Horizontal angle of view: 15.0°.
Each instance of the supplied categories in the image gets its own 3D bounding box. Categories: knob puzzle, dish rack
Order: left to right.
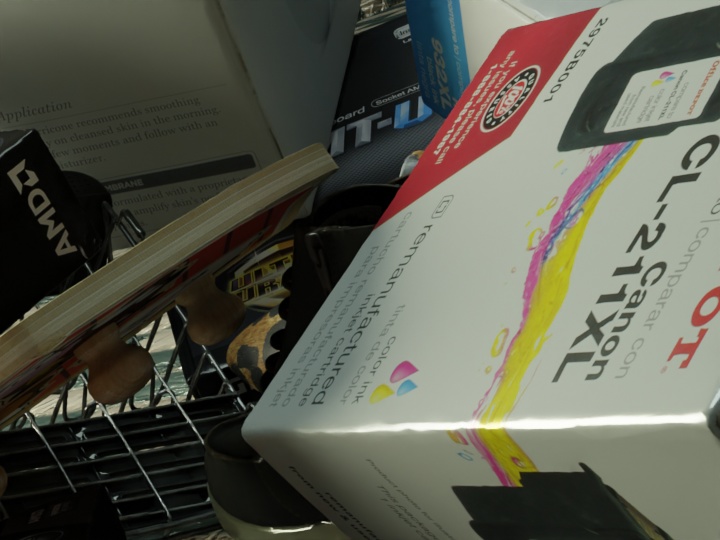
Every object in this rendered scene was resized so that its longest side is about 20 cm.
[{"bbox_3d":[-0.124,0.038,0.969,0.153,0.055,0.200,-9,42,-30],"label":"dish rack"},{"bbox_3d":[-0.083,0.032,0.780,0.220,0.030,0.220,-35,-1,-1],"label":"knob puzzle"}]

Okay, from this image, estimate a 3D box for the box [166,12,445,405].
[{"bbox_3d":[0.013,-0.030,1.101,0.200,0.050,0.199,-21,36,1],"label":"box"}]

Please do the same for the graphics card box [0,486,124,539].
[{"bbox_3d":[-0.155,0.126,0.730,0.200,0.051,0.125,-20,7,2],"label":"graphics card box"}]

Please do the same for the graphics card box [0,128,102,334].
[{"bbox_3d":[-0.189,0.031,0.844,0.200,0.051,0.125,-41,24,-31],"label":"graphics card box"}]

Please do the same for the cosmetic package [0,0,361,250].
[{"bbox_3d":[-0.092,-0.147,1.096,0.123,0.200,0.199,-9,35,16],"label":"cosmetic package"}]

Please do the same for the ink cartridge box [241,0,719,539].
[{"bbox_3d":[0.082,0.005,0.652,0.146,0.083,0.200,-56,22,-22],"label":"ink cartridge box"}]

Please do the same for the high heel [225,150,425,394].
[{"bbox_3d":[0.000,0.000,0.908,0.200,0.071,0.143,-9,-27,38],"label":"high heel"}]

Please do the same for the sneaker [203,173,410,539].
[{"bbox_3d":[-0.001,0.026,0.834,0.075,0.106,0.200,-26,9,-28],"label":"sneaker"}]

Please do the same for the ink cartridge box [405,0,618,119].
[{"bbox_3d":[0.129,-0.082,1.003,0.145,0.084,0.200,-24,37,-22],"label":"ink cartridge box"}]
